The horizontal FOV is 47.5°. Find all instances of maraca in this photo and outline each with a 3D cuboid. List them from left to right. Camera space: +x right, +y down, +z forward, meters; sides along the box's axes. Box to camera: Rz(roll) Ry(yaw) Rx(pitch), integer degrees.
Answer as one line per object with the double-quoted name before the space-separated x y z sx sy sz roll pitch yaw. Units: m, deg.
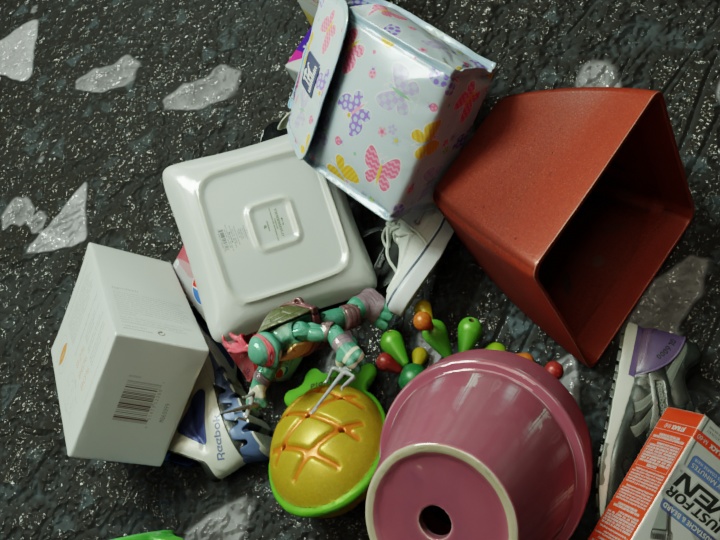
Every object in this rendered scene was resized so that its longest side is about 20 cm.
"maraca" -0.034 0.169 0.855 0.134 0.108 0.202 -17 35 11

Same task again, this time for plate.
"plate" -0.096 -0.047 0.897 0.196 0.032 0.204 -18 84 -16

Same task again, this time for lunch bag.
"lunch bag" 0.010 -0.174 0.835 0.199 0.126 0.172 39 122 24

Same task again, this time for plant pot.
"plant pot" 0.093 0.184 0.705 0.195 0.178 0.206 3 98 22
"plant pot" 0.191 -0.062 0.821 0.175 0.200 0.201 30 79 41

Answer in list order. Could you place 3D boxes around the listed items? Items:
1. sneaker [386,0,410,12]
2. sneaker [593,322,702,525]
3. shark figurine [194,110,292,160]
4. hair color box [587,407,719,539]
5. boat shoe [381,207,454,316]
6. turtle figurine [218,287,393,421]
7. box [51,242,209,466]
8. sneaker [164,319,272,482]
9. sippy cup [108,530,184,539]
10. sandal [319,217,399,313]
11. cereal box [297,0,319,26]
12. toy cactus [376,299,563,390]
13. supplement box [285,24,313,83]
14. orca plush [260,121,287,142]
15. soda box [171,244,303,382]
"sneaker" 0.052 -0.233 0.912 0.200 0.077 0.086 43 120 25
"sneaker" 0.269 0.149 0.755 0.085 0.076 0.204 11 71 19
"shark figurine" -0.086 -0.165 0.985 0.214 0.128 0.090 -43 40 7
"hair color box" 0.264 0.234 0.692 0.110 0.064 0.202 36 83 -7
"boat shoe" 0.058 -0.049 0.898 0.085 0.075 0.204 29 64 4
"turtle figurine" -0.055 0.078 0.832 0.147 0.199 0.103 -16 94 37
"box" -0.264 0.090 0.915 0.155 0.104 0.200 -64 34 18
"sneaker" -0.187 0.156 0.933 0.114 0.081 0.201 -35 60 1
"sippy cup" -0.249 0.351 0.848 0.177 0.137 0.133 -37 61 49
"sandal" 0.000 0.001 0.949 0.200 0.043 0.076 -44 58 -1
"cereal box" -0.043 -0.367 1.045 0.143 0.200 0.040 35 81 31
"toy cactus" 0.093 0.128 0.833 0.196 0.102 0.169 18 84 19
"supplement box" 0.020 -0.235 1.016 0.197 0.104 0.102 25 77 31
"orca plush" -0.110 -0.110 1.030 0.103 0.071 0.205 0 67 22
"soda box" -0.144 0.040 0.965 0.200 0.069 0.064 46 112 32
